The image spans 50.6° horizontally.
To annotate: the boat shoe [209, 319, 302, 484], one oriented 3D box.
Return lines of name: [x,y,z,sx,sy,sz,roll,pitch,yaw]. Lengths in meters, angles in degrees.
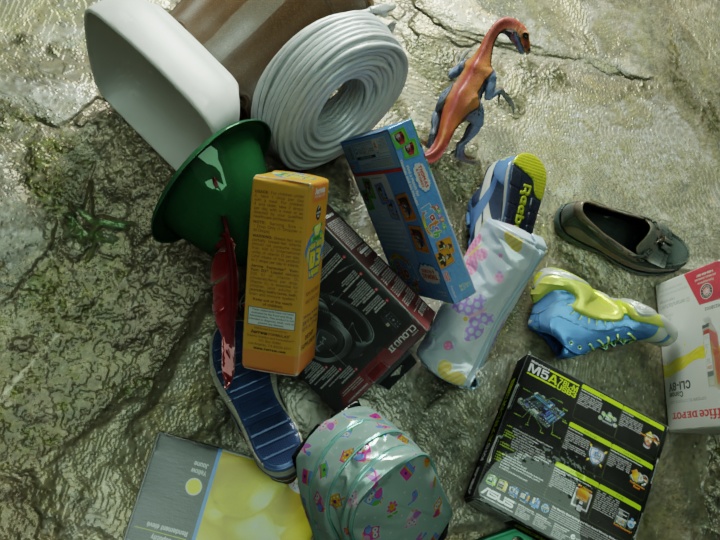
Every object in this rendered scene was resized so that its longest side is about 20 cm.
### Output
boat shoe: [-0.119,0.148,0.848,0.071,0.073,0.201,-16,55,-14]

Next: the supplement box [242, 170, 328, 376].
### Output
supplement box: [-0.078,0.002,0.790,0.068,0.067,0.203,6,104,13]

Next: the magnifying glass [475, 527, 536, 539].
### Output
magnifying glass: [0.192,0.322,0.909,0.200,0.022,0.080,-40,88,-21]

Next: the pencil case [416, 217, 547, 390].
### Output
pencil case: [0.142,0.039,0.896,0.082,0.091,0.202,22,98,-27]

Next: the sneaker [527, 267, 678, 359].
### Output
sneaker: [0.302,0.078,0.978,0.198,0.076,0.106,23,84,1]

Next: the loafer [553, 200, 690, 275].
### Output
loafer: [0.359,-0.045,1.019,0.198,0.063,0.073,17,73,-9]

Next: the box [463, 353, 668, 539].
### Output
box: [0.250,0.232,0.917,0.198,0.048,0.194,26,65,1]

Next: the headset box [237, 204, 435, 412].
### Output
headset box: [-0.023,0.051,0.861,0.200,0.077,0.149,44,108,0]

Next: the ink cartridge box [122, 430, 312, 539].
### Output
ink cartridge box: [-0.156,0.298,0.822,0.195,0.047,0.202,17,70,-10]

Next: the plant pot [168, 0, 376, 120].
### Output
plant pot: [-0.117,-0.297,0.911,0.200,0.200,0.198,44,79,0]

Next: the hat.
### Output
hat: [-0.109,-0.028,0.814,0.176,0.201,0.165,45,34,10]

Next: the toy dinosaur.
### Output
toy dinosaur: [0.153,-0.229,0.968,0.104,0.200,0.183,24,116,4]

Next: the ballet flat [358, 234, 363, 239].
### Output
ballet flat: [0.000,0.000,0.918,0.200,0.071,0.069,44,64,1]

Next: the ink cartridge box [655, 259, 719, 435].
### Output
ink cartridge box: [0.455,0.102,0.962,0.082,0.145,0.203,3,75,-12]

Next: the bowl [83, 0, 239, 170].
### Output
bowl: [-0.211,-0.202,0.851,0.200,0.200,0.075,44,70,0]

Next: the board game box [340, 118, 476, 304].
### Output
board game box: [0.051,-0.065,0.875,0.036,0.151,0.202,-25,102,-17]

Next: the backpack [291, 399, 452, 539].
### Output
backpack: [0.016,0.234,0.791,0.167,0.126,0.201,-42,131,-27]

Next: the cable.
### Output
cable: [-0.034,-0.207,0.894,0.199,0.201,0.069,-24,64,-41]

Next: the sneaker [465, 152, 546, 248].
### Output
sneaker: [0.174,-0.052,0.978,0.073,0.082,0.202,19,90,-30]
